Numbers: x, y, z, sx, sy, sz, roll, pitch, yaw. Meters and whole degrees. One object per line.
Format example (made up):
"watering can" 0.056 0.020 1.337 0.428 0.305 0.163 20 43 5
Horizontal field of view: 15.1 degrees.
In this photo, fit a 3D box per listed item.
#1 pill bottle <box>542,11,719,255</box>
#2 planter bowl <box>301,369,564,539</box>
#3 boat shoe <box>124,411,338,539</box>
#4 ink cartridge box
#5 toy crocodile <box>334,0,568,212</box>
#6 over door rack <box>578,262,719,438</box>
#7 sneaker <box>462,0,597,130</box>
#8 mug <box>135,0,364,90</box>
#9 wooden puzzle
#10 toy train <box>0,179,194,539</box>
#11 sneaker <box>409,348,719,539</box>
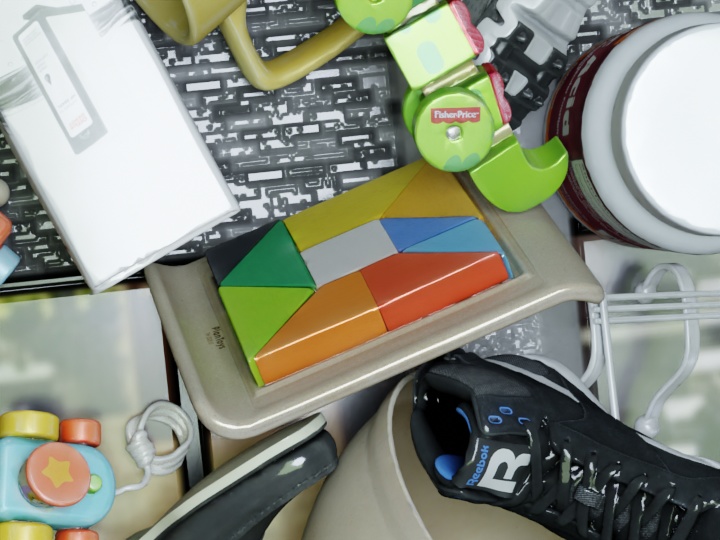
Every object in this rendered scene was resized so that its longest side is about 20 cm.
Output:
"pill bottle" 0.156 -0.066 1.319 0.113 0.200 0.115 0 91 -5
"planter bowl" 0.044 0.168 1.335 0.200 0.200 0.135 44 114 -4
"boat shoe" -0.077 0.139 1.341 0.201 0.074 0.063 -40 85 28
"ink cartridge box" -0.142 -0.095 1.324 0.084 0.146 0.201 -29 94 -5
"toy crocodile" 0.031 -0.113 1.296 0.061 0.068 0.201 -30 104 3
"over door rack" 0.166 0.096 1.352 0.147 0.066 0.201 -2 71 -38
"sneaker" 0.098 -0.168 1.367 0.200 0.091 0.066 -51 137 7
"mug" -0.060 -0.205 1.351 0.153 0.187 0.150 -35 61 -11
"wooden puzzle" 0.000 0.000 1.321 0.199 0.185 0.037 -19 116 -5
"toy train" -0.173 0.048 1.348 0.200 0.056 0.150 45 65 -7
"sneaker" 0.098 0.104 1.239 0.200 0.111 0.074 34 110 38
